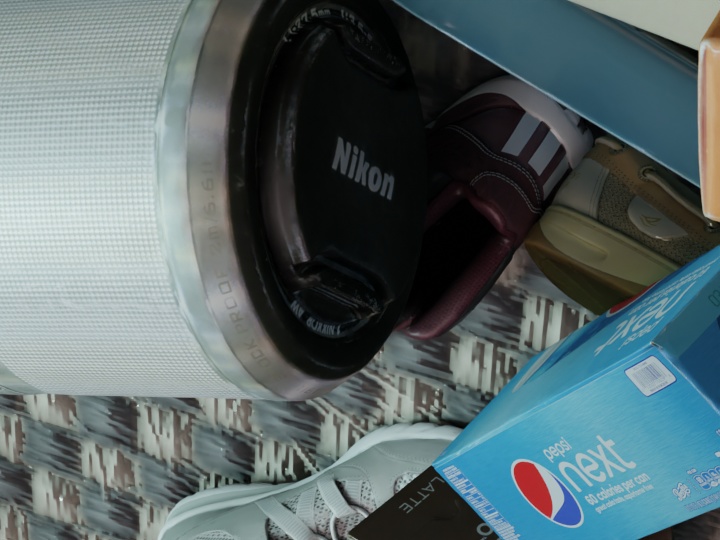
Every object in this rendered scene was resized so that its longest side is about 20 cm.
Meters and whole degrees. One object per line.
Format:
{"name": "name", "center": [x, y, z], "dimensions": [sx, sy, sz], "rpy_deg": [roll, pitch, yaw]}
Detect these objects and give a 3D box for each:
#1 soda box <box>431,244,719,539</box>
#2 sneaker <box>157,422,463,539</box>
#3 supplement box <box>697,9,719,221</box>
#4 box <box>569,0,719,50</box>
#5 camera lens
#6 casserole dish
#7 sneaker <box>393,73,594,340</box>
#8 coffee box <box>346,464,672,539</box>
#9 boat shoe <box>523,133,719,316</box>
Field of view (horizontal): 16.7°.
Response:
{"name": "soda box", "center": [0.101, 0.051, 0.876], "dimensions": [0.064, 0.068, 0.200], "rpy_deg": [47, 155, -3]}
{"name": "sneaker", "center": [-0.014, 0.131, 1.115], "dimensions": [0.200, 0.082, 0.075], "rpy_deg": [-21, 112, 31]}
{"name": "supplement box", "center": [0.204, -0.045, 0.726], "dimensions": [0.199, 0.067, 0.069], "rpy_deg": [9, 123, 20]}
{"name": "box", "center": [0.186, -0.126, 0.806], "dimensions": [0.199, 0.128, 0.109], "rpy_deg": [23, 130, 10]}
{"name": "camera lens", "center": [-0.086, -0.034, 0.892], "dimensions": [0.199, 0.160, 0.160], "rpy_deg": [0, 122, 28]}
{"name": "casserole dish", "center": [0.088, -0.077, 0.902], "dimensions": [0.200, 0.121, 0.039], "rpy_deg": [30, 99, -4]}
{"name": "sneaker", "center": [0.000, 0.000, 0.996], "dimensions": [0.076, 0.116, 0.200], "rpy_deg": [45, 130, -9]}
{"name": "coffee box", "center": [0.072, 0.166, 1.051], "dimensions": [0.080, 0.114, 0.200], "rpy_deg": [28, 144, 37]}
{"name": "boat shoe", "center": [0.157, 0.013, 0.908], "dimensions": [0.200, 0.063, 0.073], "rpy_deg": [27, 167, 29]}
